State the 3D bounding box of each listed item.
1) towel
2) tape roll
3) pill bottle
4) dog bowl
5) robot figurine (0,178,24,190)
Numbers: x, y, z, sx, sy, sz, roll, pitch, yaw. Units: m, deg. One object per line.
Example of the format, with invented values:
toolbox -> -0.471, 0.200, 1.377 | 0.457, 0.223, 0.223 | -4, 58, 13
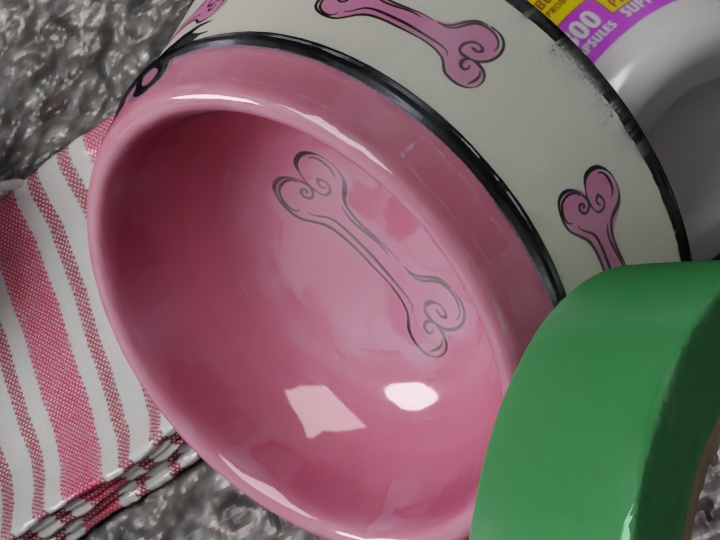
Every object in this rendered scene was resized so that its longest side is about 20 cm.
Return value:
towel -> -0.102, 0.017, 1.030 | 0.200, 0.030, 0.147 | -35, 53, 15
tape roll -> 0.096, 0.098, 0.754 | 0.048, 0.200, 0.202 | -2, 68, 32
pill bottle -> 0.046, -0.085, 0.931 | 0.104, 0.104, 0.200 | -51, 52, 3
dog bowl -> 0.000, 0.000, 0.862 | 0.199, 0.201, 0.074 | 12, 39, 36
robot figurine -> -0.228, -0.034, 1.028 | 0.199, 0.113, 0.170 | 12, 47, 2
